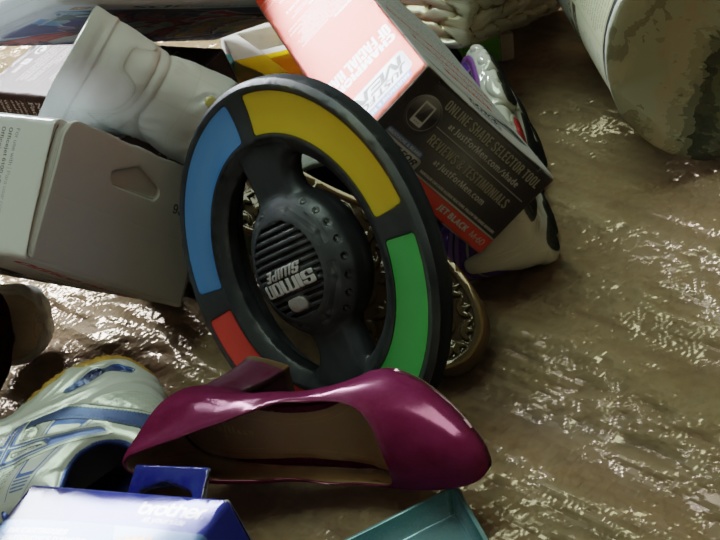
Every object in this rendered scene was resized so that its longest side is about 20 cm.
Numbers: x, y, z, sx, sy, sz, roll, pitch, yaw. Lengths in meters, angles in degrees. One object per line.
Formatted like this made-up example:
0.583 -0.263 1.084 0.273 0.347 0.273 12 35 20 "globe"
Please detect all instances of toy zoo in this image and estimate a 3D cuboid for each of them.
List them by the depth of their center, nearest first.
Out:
-0.011 -0.153 1.361 0.199 0.021 0.131 -15 27 -19 "toy zoo"

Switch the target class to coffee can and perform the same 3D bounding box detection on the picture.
0.194 -0.175 1.185 0.146 0.147 0.200 -22 31 4 "coffee can"

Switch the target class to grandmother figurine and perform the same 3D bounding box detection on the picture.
-0.233 0.053 1.173 0.060 0.122 0.200 15 17 8 "grandmother figurine"

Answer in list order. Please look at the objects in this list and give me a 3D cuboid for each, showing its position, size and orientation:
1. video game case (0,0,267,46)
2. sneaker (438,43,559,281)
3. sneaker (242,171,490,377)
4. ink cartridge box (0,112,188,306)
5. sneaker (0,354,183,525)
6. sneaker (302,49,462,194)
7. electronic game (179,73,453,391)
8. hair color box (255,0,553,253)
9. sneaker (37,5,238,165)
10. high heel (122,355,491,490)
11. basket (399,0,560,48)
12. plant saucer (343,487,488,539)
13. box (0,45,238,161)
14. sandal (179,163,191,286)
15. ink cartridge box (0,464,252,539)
-0.136 -0.165 1.249 0.182 0.023 0.200 -5 2 -27 "video game case"
0.063 -0.065 1.178 0.083 0.081 0.200 -22 31 15 "sneaker"
0.000 0.000 1.124 0.200 0.090 0.067 35 85 24 "sneaker"
-0.214 -0.042 1.173 0.199 0.145 0.084 9 83 34 "ink cartridge box"
-0.189 0.123 1.065 0.200 0.075 0.088 -33 42 -4 "sneaker"
0.001 -0.079 1.260 0.200 0.074 0.088 -33 51 -22 "sneaker"
-0.027 -0.004 1.032 0.042 0.201 0.200 -22 23 -41 "electronic game"
0.021 -0.105 1.119 0.064 0.111 0.200 -46 33 9 "hair color box"
-0.135 -0.092 1.208 0.074 0.115 0.200 -64 10 -11 "sneaker"
-0.028 0.094 0.982 0.096 0.068 0.200 -36 25 -34 "high heel"
0.058 -0.227 1.309 0.135 0.124 0.200 12 21 23 "basket"
0.045 0.169 0.884 0.070 0.019 0.200 -26 31 -3 "plant saucer"
-0.161 -0.098 1.362 0.200 0.100 0.075 7 43 43 "box"
-0.143 -0.029 1.249 0.200 0.082 0.054 7 18 45 "sandal"
-0.132 0.177 0.942 0.136 0.077 0.200 -1 36 34 "ink cartridge box"
